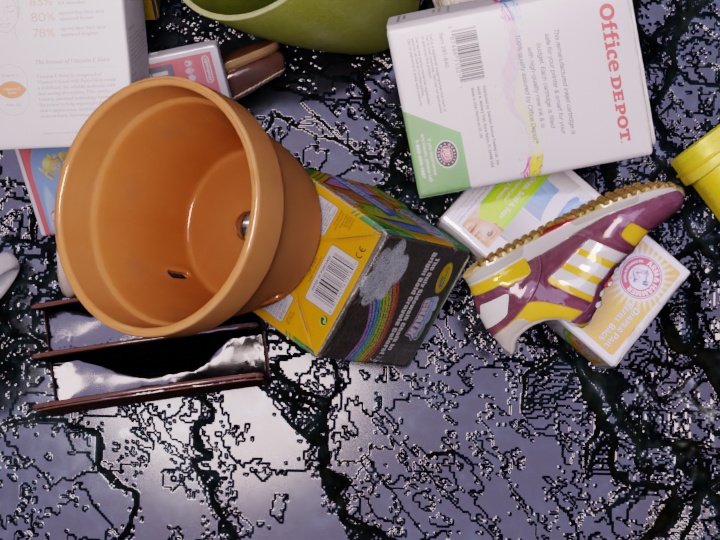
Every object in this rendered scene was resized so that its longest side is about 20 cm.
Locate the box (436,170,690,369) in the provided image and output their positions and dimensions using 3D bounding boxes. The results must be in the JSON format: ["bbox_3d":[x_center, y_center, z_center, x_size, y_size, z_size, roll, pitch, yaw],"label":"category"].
[{"bbox_3d":[0.178,-0.017,1.495,0.200,0.101,0.113,41,87,3],"label":"box"}]

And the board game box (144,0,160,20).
[{"bbox_3d":[-0.271,-0.305,1.468,0.164,0.201,0.057,-4,50,1],"label":"board game box"}]

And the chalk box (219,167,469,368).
[{"bbox_3d":[0.000,0.000,1.457,0.124,0.200,0.125,35,101,28],"label":"chalk box"}]

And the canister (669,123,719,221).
[{"bbox_3d":[0.397,-0.062,1.508,0.148,0.087,0.200,-37,88,-2],"label":"canister"}]

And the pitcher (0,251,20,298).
[{"bbox_3d":[-0.363,0.048,1.441,0.121,0.200,0.172,34,85,2],"label":"pitcher"}]

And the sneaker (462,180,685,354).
[{"bbox_3d":[0.190,-0.004,1.413,0.199,0.075,0.091,-26,95,5],"label":"sneaker"}]

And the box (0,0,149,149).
[{"bbox_3d":[-0.247,-0.209,1.390,0.123,0.098,0.202,-2,107,3],"label":"box"}]

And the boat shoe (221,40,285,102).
[{"bbox_3d":[-0.155,-0.146,1.523,0.199,0.070,0.071,-22,102,7],"label":"boat shoe"}]

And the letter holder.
[{"bbox_3d":[-0.185,0.063,1.468,0.198,0.142,0.101,-8,86,-1],"label":"letter holder"}]

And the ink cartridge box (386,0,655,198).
[{"bbox_3d":[0.132,-0.155,1.391,0.198,0.084,0.146,-11,104,6],"label":"ink cartridge box"}]

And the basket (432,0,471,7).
[{"bbox_3d":[0.127,-0.253,1.497,0.123,0.136,0.201,-17,86,0],"label":"basket"}]

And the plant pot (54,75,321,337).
[{"bbox_3d":[-0.125,-0.043,1.338,0.199,0.140,0.202,-4,83,31],"label":"plant pot"}]

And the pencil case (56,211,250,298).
[{"bbox_3d":[-0.174,-0.026,1.477,0.198,0.090,0.078,-8,70,3],"label":"pencil case"}]

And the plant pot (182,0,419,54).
[{"bbox_3d":[-0.037,-0.266,1.456,0.186,0.200,0.189,-11,69,29],"label":"plant pot"}]

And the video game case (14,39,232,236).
[{"bbox_3d":[-0.206,-0.115,1.486,0.198,0.017,0.144,-11,114,5],"label":"video game case"}]
